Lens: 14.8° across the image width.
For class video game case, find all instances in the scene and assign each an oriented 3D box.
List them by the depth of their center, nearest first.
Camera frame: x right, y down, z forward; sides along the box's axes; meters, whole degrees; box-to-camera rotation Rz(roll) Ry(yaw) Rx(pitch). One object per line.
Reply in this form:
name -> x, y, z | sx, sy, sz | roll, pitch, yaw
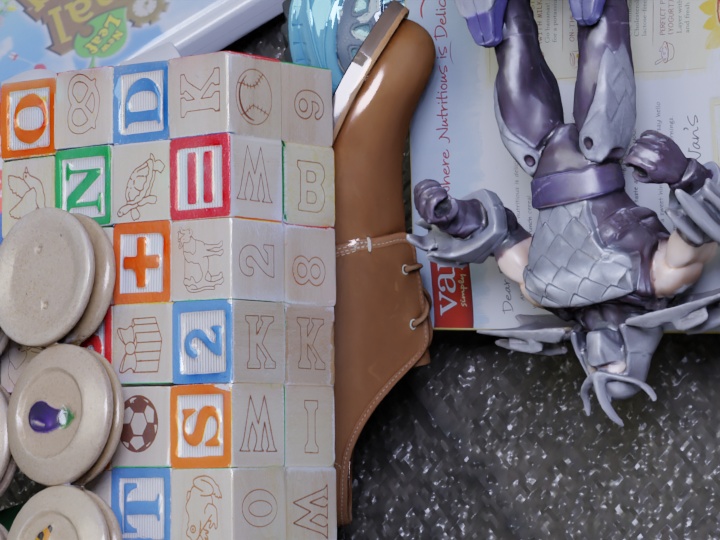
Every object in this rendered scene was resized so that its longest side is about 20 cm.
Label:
video game case -> -0.128, -0.145, 1.227 | 0.199, 0.022, 0.183 | -31, 56, -3

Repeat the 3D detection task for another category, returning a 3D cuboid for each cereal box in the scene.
cereal box -> 0.102, -0.049, 1.003 | 0.199, 0.039, 0.145 | 1, 93, 42

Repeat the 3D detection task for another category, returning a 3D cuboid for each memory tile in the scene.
memory tile -> -0.143, 0.086, 0.990 | 0.153, 0.017, 0.202 | -14, 71, 36

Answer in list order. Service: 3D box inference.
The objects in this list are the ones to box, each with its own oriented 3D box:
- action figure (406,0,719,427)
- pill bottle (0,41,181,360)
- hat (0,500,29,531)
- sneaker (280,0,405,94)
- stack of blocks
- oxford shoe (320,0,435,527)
action figure -> 0.071, -0.045, 0.961 | 0.129, 0.069, 0.202 | -10, 90, 33
pill bottle -> -0.147, -0.013, 1.119 | 0.199, 0.113, 0.113 | -27, 50, -3
hat -> -0.066, 0.112, 1.078 | 0.175, 0.166, 0.201 | -29, 88, -7
sneaker -> 0.045, -0.154, 1.121 | 0.095, 0.079, 0.201 | 17, 87, 27
stack of blocks -> -0.070, 0.029, 1.001 | 0.115, 0.058, 0.202 | -5, 84, 39
oxford shoe -> 0.000, 0.000, 1.042 | 0.071, 0.071, 0.201 | 17, 100, 6
